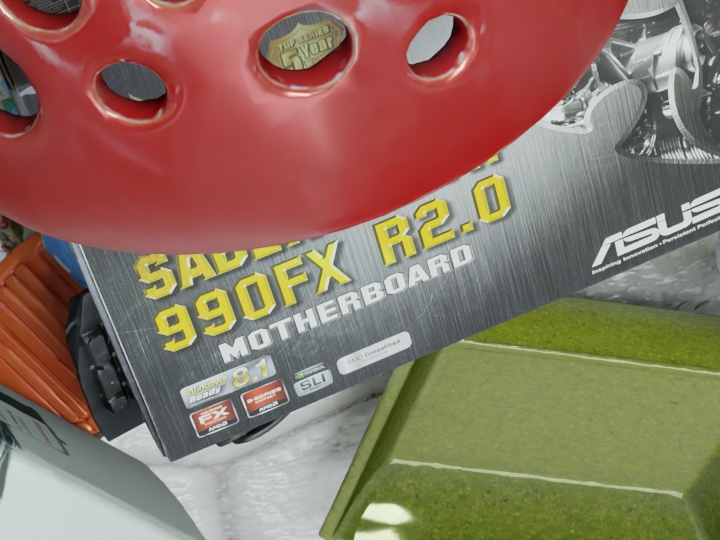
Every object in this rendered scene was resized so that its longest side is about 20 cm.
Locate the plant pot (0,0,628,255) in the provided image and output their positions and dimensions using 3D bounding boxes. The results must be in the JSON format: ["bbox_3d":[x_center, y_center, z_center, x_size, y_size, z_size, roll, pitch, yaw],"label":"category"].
[{"bbox_3d":[-0.040,-0.133,0.667,0.200,0.201,0.183,-14,137,1],"label":"plant pot"}]

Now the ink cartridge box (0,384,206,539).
[{"bbox_3d":[-0.170,0.091,0.881,0.200,0.083,0.147,32,96,-26],"label":"ink cartridge box"}]

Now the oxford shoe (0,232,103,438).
[{"bbox_3d":[-0.108,0.032,0.977,0.200,0.071,0.073,-39,-179,7],"label":"oxford shoe"}]

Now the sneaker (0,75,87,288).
[{"bbox_3d":[-0.073,-0.042,0.857,0.200,0.076,0.105,22,103,-53],"label":"sneaker"}]

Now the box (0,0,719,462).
[{"bbox_3d":[0.010,-0.046,0.805,0.200,0.048,0.159,-22,136,-6],"label":"box"}]

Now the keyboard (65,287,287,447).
[{"bbox_3d":[0.000,0.000,0.920,0.200,0.021,0.127,-29,150,-11],"label":"keyboard"}]

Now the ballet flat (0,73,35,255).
[{"bbox_3d":[-0.102,-0.010,1.029,0.075,0.064,0.200,-17,153,9],"label":"ballet flat"}]

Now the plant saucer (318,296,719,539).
[{"bbox_3d":[0.097,0.068,1.245,0.199,0.048,0.200,7,148,-10],"label":"plant saucer"}]

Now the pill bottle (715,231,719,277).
[{"bbox_3d":[0.209,-0.047,1.045,0.111,0.111,0.200,2,148,-26],"label":"pill bottle"}]
